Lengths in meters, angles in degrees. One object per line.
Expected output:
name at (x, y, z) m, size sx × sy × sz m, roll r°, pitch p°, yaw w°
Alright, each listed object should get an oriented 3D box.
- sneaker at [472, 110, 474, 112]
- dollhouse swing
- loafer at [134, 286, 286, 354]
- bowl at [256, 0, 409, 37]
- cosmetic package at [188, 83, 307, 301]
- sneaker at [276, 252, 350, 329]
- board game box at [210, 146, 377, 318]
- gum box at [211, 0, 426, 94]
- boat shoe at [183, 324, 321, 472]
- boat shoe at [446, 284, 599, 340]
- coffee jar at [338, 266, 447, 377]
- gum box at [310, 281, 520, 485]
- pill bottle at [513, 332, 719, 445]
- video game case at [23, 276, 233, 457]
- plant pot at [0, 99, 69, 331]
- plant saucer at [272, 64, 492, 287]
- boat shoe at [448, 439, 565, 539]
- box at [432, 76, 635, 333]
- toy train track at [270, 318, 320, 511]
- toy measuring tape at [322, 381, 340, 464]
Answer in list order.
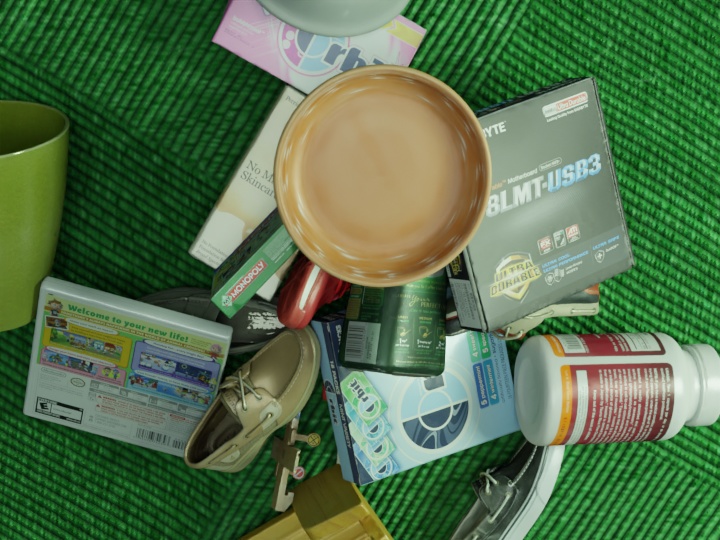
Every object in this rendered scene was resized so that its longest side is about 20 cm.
sneaker at (0.114, -0.086, 1.613) m, size 0.199 × 0.080 × 0.131 m, roll 34°, pitch 96°, yaw 4°
dollhouse swing at (-0.029, 0.341, 1.635) m, size 0.175 × 0.182 × 0.201 m, roll -34°, pitch 105°, yaw -3°
loafer at (-0.157, 0.053, 1.638) m, size 0.198 × 0.070 × 0.071 m, roll -4°, pitch 99°, yaw 1°
bowl at (-0.023, -0.336, 1.519) m, size 0.199 × 0.090 × 0.203 m, roll 6°, pitch 69°, yaw -15°
cosmetic package at (-0.084, -0.082, 1.615) m, size 0.105 × 0.071 × 0.201 m, roll 29°, pitch 98°, yaw -5°
sneaker at (0.000, 0.000, 1.584) m, size 0.115 × 0.078 × 0.201 m, roll 35°, pitch 55°, yaw -11°
board game box at (-0.066, -0.047, 1.517) m, size 0.029 × 0.135 × 0.200 m, roll 43°, pitch 95°, yaw -11°
gum box at (-0.046, -0.241, 1.592) m, size 0.199 × 0.066 × 0.114 m, roll 28°, pitch 99°, yaw -4°
boat shoe at (-0.110, 0.134, 1.600) m, size 0.071 × 0.064 × 0.201 m, roll 51°, pitch 119°, yaw 32°
boat shoe at (0.164, 0.039, 1.607) m, size 0.199 × 0.071 × 0.063 m, roll -17°, pitch 103°, yaw -29°
coffee jar at (0.038, 0.000, 1.529) m, size 0.104 × 0.085 × 0.202 m, roll 8°, pitch 87°, yaw -39°
gum box at (0.060, 0.108, 1.618) m, size 0.198 × 0.044 × 0.172 m, roll -16°, pitch 100°, yaw -26°
pill bottle at (0.267, 0.121, 1.619) m, size 0.198 × 0.113 × 0.114 m, roll 0°, pitch 100°, yaw -13°
video game case at (-0.244, 0.105, 1.631) m, size 0.198 × 0.022 × 0.183 m, roll 15°, pitch 127°, yaw -2°
plant pot at (-0.377, -0.048, 1.582) m, size 0.185 × 0.187 × 0.202 m, roll -1°, pitch 114°, yaw 0°
plant saucer at (0.019, -0.087, 1.428) m, size 0.198 × 0.037 × 0.202 m, roll -1°, pitch 101°, yaw -3°
boat shoe at (0.150, 0.244, 1.668) m, size 0.070 × 0.072 × 0.201 m, roll 25°, pitch 100°, yaw -8°
box at (0.162, -0.066, 1.524) m, size 0.199 × 0.050 × 0.200 m, roll -21°, pitch 105°, yaw -28°
toy train track at (-0.058, 0.152, 1.642) m, size 0.032 × 0.115 × 0.202 m, roll 11°, pitch 90°, yaw -15°
toy measuring tape at (-0.010, 0.157, 1.655) m, size 0.073 × 0.074 × 0.202 m, roll 5°, pitch 99°, yaw -1°
